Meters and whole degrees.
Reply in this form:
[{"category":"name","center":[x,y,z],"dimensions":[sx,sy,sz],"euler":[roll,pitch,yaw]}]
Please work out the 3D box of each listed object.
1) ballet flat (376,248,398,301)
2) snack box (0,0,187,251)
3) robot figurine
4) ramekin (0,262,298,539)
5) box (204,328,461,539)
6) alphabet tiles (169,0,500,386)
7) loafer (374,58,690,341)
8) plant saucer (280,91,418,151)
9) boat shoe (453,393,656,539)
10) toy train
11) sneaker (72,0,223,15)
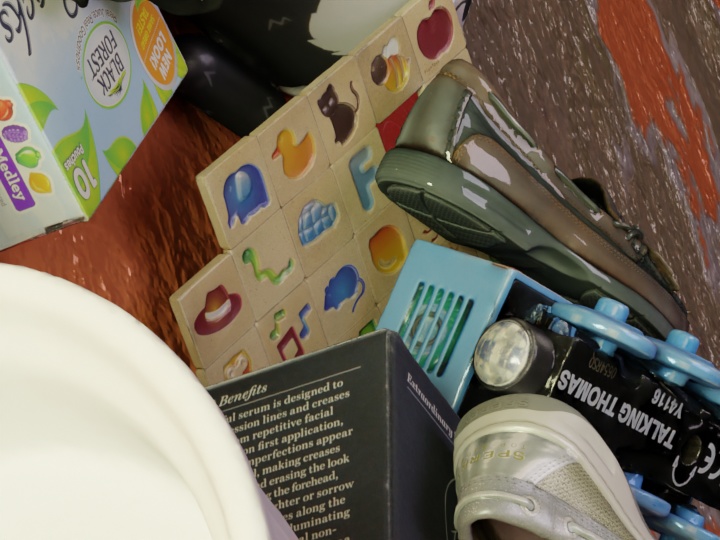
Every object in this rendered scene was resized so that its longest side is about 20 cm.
[{"category":"ballet flat","center":[0.029,0.041,1.224],"dimensions":[0.200,0.070,0.071],"euler":[48,30,-44]},{"category":"snack box","center":[-0.139,-0.124,0.965],"dimensions":[0.201,0.053,0.142],"euler":[65,22,-19]},{"category":"robot figurine","center":[-0.028,-0.149,1.169],"dimensions":[0.200,0.150,0.125],"euler":[39,22,-56]},{"category":"ramekin","center":[-0.099,0.108,0.674],"dimensions":[0.098,0.200,0.201],"euler":[50,28,-60]},{"category":"box","center":[-0.001,0.151,1.008],"dimensions":[0.149,0.107,0.201],"euler":[51,29,-43]},{"category":"alphabet tiles","center":[0.000,0.000,1.135],"dimensions":[0.200,0.008,0.168],"euler":[-42,125,-38]},{"category":"loafer","center":[0.087,-0.022,1.173],"dimensions":[0.200,0.072,0.063],"euler":[33,75,-45]},{"category":"plant saucer","center":[0.012,-0.043,1.315],"dimensions":[0.200,0.037,0.201],"euler":[46,32,-50]},{"category":"boat shoe","center":[0.095,0.135,1.022],"dimensions":[0.202,0.074,0.065],"euler":[56,31,-28]},{"category":"toy train","center":[0.094,0.056,1.159],"dimensions":[0.200,0.114,0.087],"euler":[28,86,-48]},{"category":"sneaker","center":[-0.090,-0.135,0.919],"dimensions":[0.200,0.075,0.080],"euler":[6,69,-68]}]
